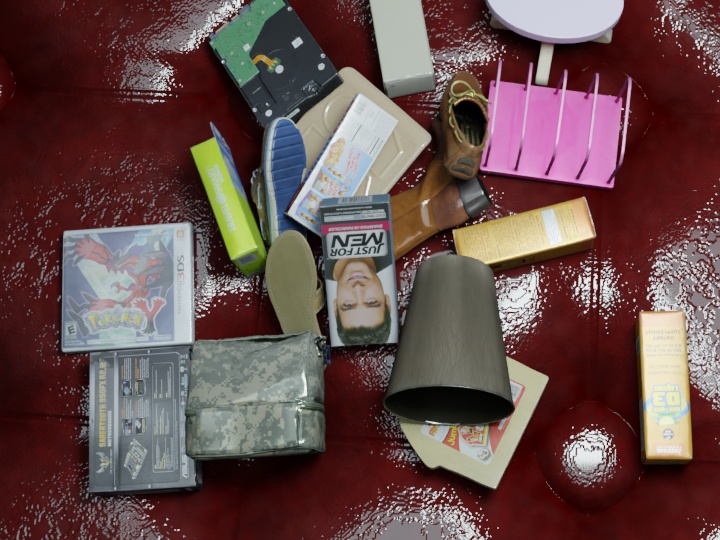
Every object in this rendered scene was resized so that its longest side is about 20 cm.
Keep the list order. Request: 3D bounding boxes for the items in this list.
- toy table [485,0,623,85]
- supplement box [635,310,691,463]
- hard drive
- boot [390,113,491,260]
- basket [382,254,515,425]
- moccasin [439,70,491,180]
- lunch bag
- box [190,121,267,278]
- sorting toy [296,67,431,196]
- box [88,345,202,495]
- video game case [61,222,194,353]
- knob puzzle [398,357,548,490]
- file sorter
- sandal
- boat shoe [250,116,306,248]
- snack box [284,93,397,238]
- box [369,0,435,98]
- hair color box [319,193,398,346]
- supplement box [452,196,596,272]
[{"bbox_3d":[0.281,-0.381,1.803,0.197,0.117,0.186,21,79,9],"label":"toy table"},{"bbox_3d":[0.415,0.161,1.678,0.065,0.069,0.204,-2,78,7],"label":"supplement box"},{"bbox_3d":[-0.130,-0.316,1.843,0.139,0.038,0.201,-37,66,5],"label":"hard drive"},{"bbox_3d":[0.076,-0.116,1.793,0.198,0.068,0.190,-29,62,14],"label":"boot"},{"bbox_3d":[0.124,0.093,1.681,0.177,0.137,0.203,0,61,9],"label":"basket"},{"bbox_3d":[0.149,-0.218,1.721,0.073,0.078,0.203,21,41,-7],"label":"moccasin"},{"bbox_3d":[-0.141,0.172,1.692,0.196,0.139,0.171,-4,82,9],"label":"lunch bag"},{"bbox_3d":[-0.189,-0.100,1.776,0.047,0.122,0.203,-22,75,1],"label":"box"},{"bbox_3d":[-0.019,-0.173,1.805,0.185,0.036,0.200,42,90,21],"label":"sorting toy"},{"bbox_3d":[-0.306,0.214,1.748,0.155,0.048,0.204,-5,76,5],"label":"box"},{"bbox_3d":[-0.344,0.025,1.811,0.196,0.023,0.186,-4,76,5],"label":"video game case"},{"bbox_3d":[0.138,0.190,1.720,0.216,0.031,0.223,-3,66,8],"label":"knob puzzle"},{"bbox_3d":[0.279,-0.213,1.752,0.196,0.126,0.141,8,77,4],"label":"file sorter"},{"bbox_3d":[-0.084,0.045,1.765,0.076,0.070,0.216,-8,98,15],"label":"sandal"},{"bbox_3d":[-0.125,-0.121,1.767,0.072,0.071,0.204,14,109,47],"label":"boat shoe"},{"bbox_3d":[-0.027,-0.148,1.748,0.071,0.024,0.202,32,86,-18],"label":"snack box"},{"bbox_3d":[0.059,-0.369,1.846,0.081,0.068,0.204,-8,76,3],"label":"box"},{"bbox_3d":[0.000,0.000,1.721,0.097,0.061,0.204,-4,105,4],"label":"hair color box"},{"bbox_3d":[0.232,-0.045,1.752,0.197,0.067,0.070,-15,75,1],"label":"supplement box"}]
